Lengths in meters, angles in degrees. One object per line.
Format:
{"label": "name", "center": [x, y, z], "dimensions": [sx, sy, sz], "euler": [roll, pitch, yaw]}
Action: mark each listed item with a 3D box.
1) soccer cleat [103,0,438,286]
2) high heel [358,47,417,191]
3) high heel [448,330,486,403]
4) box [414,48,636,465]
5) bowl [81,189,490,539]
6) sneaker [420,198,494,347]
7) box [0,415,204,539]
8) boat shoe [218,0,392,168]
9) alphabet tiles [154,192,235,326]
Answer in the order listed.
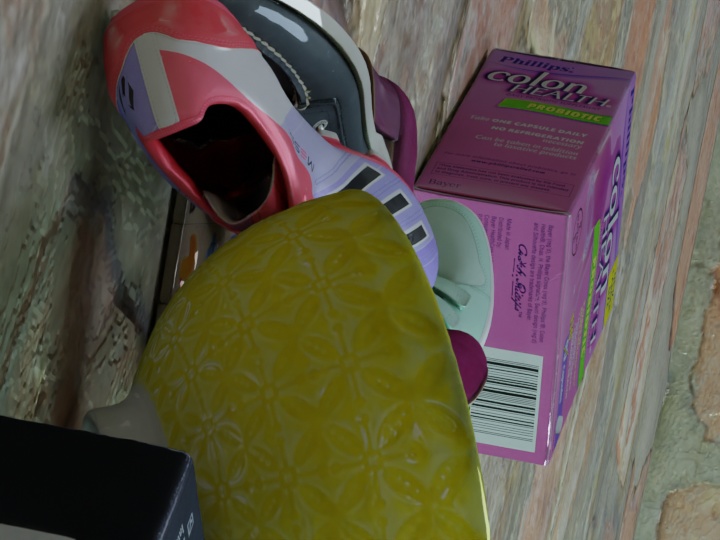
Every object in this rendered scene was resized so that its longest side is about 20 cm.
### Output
{"label": "soccer cleat", "center": [-0.031, -0.028, 1.026], "dimensions": [0.200, 0.067, 0.076], "euler": [49, 24, -45]}
{"label": "high heel", "center": [0.000, 0.000, 1.289], "dimensions": [0.096, 0.067, 0.200], "euler": [53, 42, -68]}
{"label": "high heel", "center": [-0.008, 0.029, 1.139], "dimensions": [0.096, 0.067, 0.200], "euler": [67, 24, -3]}
{"label": "box", "center": [0.097, -0.011, 1.684], "dimensions": [0.200, 0.097, 0.176], "euler": [-61, 158, -57]}
{"label": "bowl", "center": [-0.035, 0.078, 0.943], "dimensions": [0.200, 0.108, 0.200], "euler": [171, -90, -75]}
{"label": "sneaker", "center": [0.027, 0.015, 1.424], "dimensions": [0.118, 0.074, 0.200], "euler": [95, 14, -51]}
{"label": "box", "center": [-0.113, 0.162, 0.850], "dimensions": [0.200, 0.107, 0.148], "euler": [86, 19, -47]}
{"label": "boat shoe", "center": [-0.035, -0.054, 1.089], "dimensions": [0.200, 0.073, 0.062], "euler": [61, 47, -60]}
{"label": "alphabet tiles", "center": [-0.056, -0.021, 1.193], "dimensions": [0.167, 0.008, 0.200], "euler": [-4, 105, -78]}
